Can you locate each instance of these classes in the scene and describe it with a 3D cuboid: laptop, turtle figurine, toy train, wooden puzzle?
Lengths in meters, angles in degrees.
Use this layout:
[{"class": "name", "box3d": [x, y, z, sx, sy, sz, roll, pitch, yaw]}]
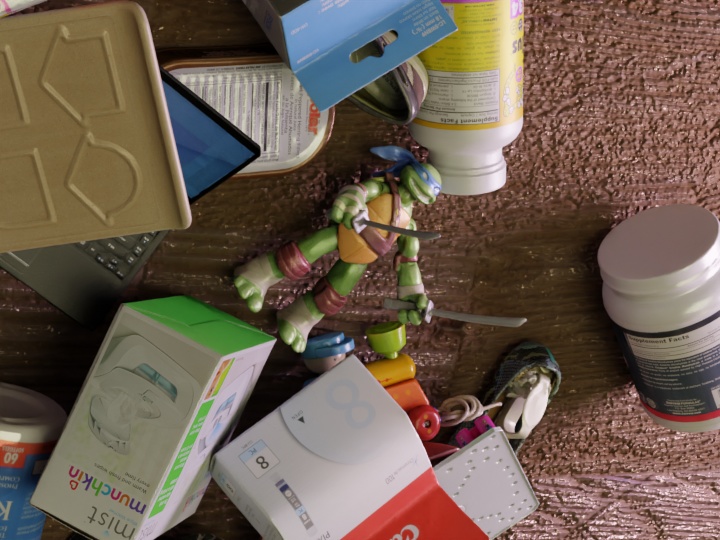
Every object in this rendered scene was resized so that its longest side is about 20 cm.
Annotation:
[{"class": "laptop", "box3d": [-0.211, -0.071, 1.254, 0.177, 0.103, 0.200, 38, 87, -20]}, {"class": "turtle figurine", "box3d": [0.000, 0.000, 1.381, 0.194, 0.200, 0.144, -35, 158, 13]}, {"class": "toy train", "box3d": [0.037, 0.098, 1.505, 0.200, 0.085, 0.116, -16, 101, -27]}, {"class": "wooden puzzle", "box3d": [-0.236, -0.107, 1.205, 0.199, 0.046, 0.186, -5, 119, 7]}]

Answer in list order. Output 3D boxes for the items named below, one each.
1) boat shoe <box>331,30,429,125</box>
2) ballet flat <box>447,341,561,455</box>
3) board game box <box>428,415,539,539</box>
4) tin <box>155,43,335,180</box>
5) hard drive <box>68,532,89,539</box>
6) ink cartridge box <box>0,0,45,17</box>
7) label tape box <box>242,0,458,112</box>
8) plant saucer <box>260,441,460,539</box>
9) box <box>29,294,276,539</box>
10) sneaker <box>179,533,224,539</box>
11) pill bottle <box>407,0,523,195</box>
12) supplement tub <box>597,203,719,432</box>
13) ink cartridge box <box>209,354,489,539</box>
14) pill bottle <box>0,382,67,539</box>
[{"class": "boat shoe", "box3d": [-0.023, -0.195, 1.328, 0.201, 0.066, 0.072, 39, 111, -17]}, {"class": "ballet flat", "box3d": [0.135, 0.164, 1.585, 0.074, 0.074, 0.200, 24, 95, -34]}, {"class": "board game box", "box3d": [0.062, 0.232, 1.504, 0.200, 0.026, 0.200, -33, 147, -2]}, {"class": "tin", "box3d": [-0.113, -0.130, 1.351, 0.200, 0.042, 0.112, -8, 116, -28]}, {"class": "hard drive", "box3d": [-0.255, 0.330, 1.442, 0.200, 0.033, 0.140, -47, 124, -7]}, {"class": "ink cartridge box", "box3d": [-0.289, -0.227, 1.145, 0.200, 0.146, 0.083, -25, 118, -20]}, {"class": "label tape box", "box3d": [-0.027, -0.250, 1.276, 0.144, 0.063, 0.200, -33, 84, -15]}, {"class": "plant saucer", "box3d": [-0.016, 0.241, 1.506, 0.200, 0.037, 0.200, -17, 143, -25]}, {"class": "box", "box3d": [-0.166, 0.119, 1.313, 0.097, 0.200, 0.177, 26, 94, 7]}, {"class": "sneaker", "box3d": [-0.187, 0.320, 1.413, 0.200, 0.078, 0.090, -29, 124, -18]}, {"class": "pill bottle", "box3d": [0.091, -0.172, 1.412, 0.104, 0.104, 0.200, -13, 115, -26]}, {"class": "supplement tub", "box3d": [0.324, 0.049, 1.607, 0.140, 0.140, 0.200, -34, 121, -15]}, {"class": "ink cartridge box", "box3d": [-0.005, 0.191, 1.361, 0.160, 0.200, 0.047, -35, 163, -29]}, {"class": "pill bottle", "box3d": [-0.313, 0.199, 1.311, 0.112, 0.112, 0.200, 8, 104, -32]}]
